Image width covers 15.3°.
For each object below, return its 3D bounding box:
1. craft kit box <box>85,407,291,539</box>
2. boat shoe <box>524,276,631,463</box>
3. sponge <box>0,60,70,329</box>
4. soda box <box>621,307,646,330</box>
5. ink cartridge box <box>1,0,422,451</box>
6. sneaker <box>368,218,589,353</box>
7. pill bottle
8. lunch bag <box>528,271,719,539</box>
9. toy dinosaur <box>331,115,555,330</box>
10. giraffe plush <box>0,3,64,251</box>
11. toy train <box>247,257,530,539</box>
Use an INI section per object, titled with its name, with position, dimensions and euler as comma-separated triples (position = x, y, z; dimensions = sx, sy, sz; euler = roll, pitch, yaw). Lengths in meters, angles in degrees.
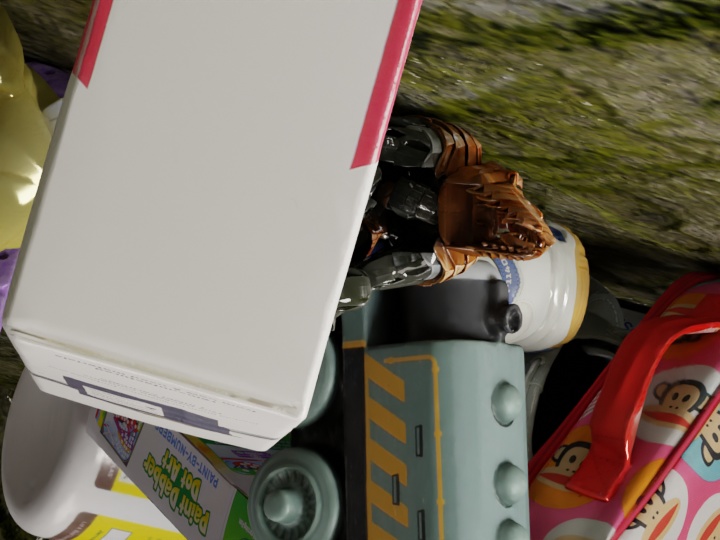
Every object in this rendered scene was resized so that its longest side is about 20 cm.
[craft kit box]
position = 0.001, 0.099, 1.222
dimensions = 0.199, 0.049, 0.197
euler = 7, -162, -29
[boat shoe]
position = 0.089, 0.055, 1.191
dimensions = 0.071, 0.070, 0.201
euler = -4, -161, 27
[sponge]
position = -0.187, -0.017, 1.063
dimensions = 0.111, 0.201, 0.030
euler = 15, 138, -3
[soda box]
position = 0.131, 0.062, 1.414
dimensions = 0.068, 0.064, 0.200
euler = 14, 173, 9
[ink cartridge box]
position = -0.041, -0.031, 0.765
dimensions = 0.084, 0.146, 0.200
euler = 16, 173, -3
[sneaker]
position = 0.000, 0.000, 1.161
dimensions = 0.199, 0.076, 0.088
euler = -5, 174, 43
[pill bottle]
position = -0.072, 0.098, 1.355
dimensions = 0.199, 0.110, 0.109
euler = 16, 174, -28
[lunch bag]
position = 0.136, 0.100, 1.122
dimensions = 0.082, 0.200, 0.177
euler = 10, 136, 40
[toy dinosaur]
position = 0.004, -0.030, 0.991
dimensions = 0.135, 0.103, 0.200
euler = -6, 170, -31
[giraffe plush]
position = -0.181, -0.057, 0.963
dimensions = 0.199, 0.174, 0.162
euler = -13, -162, -27
[toy train]
position = 0.018, 0.091, 1.043
dimensions = 0.113, 0.201, 0.085
euler = -7, 170, 36
